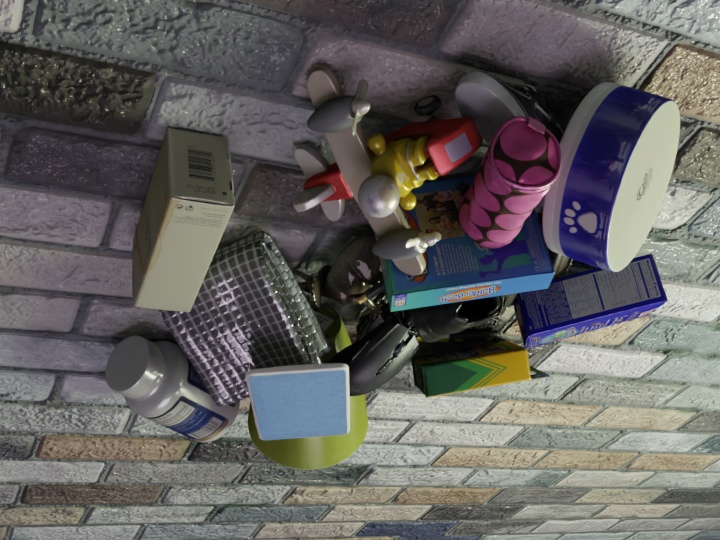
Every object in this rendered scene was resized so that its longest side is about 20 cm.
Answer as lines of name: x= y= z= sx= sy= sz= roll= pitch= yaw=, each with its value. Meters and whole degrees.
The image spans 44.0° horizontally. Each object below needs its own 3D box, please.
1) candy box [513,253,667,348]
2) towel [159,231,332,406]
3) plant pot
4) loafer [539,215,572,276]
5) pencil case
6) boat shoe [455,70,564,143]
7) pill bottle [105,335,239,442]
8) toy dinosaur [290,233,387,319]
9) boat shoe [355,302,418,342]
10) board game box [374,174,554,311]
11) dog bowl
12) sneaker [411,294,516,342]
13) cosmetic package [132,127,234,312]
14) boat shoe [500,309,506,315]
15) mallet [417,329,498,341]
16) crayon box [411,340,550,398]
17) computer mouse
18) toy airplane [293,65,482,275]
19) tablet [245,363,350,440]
candy box: x=0.328 y=0.048 z=1.299 sx=0.197 sy=0.078 sz=0.169 roll=-14 pitch=168 yaw=6
towel: x=-0.151 y=0.070 z=1.147 sx=0.164 sy=0.086 sz=0.202 roll=-23 pitch=108 yaw=12
plant pot: x=-0.076 y=0.150 z=1.300 sx=0.184 sy=0.188 sz=0.202 roll=-5 pitch=129 yaw=-10
loafer: x=0.282 y=-0.060 z=1.178 sx=0.070 sy=0.074 sz=0.201 roll=-7 pitch=146 yaw=-8
pencil case: x=0.160 y=-0.096 z=0.972 sx=0.090 sy=0.094 sz=0.200 roll=33 pitch=166 yaw=3
boat shoe: x=0.175 y=-0.174 z=0.991 sx=0.071 sy=0.069 sz=0.199 roll=9 pitch=162 yaw=45
pill bottle: x=-0.274 y=0.170 z=1.300 sx=0.110 sy=0.112 sz=0.200 roll=-25 pitch=144 yaw=18
toy dinosaur: x=0.000 y=0.000 z=1.170 sx=0.102 sy=0.078 sz=0.199 roll=27 pitch=127 yaw=-35
boat shoe: x=0.053 y=0.075 z=1.258 sx=0.074 sy=0.067 sz=0.198 roll=44 pitch=142 yaw=-21
board game box: x=0.119 y=-0.039 z=1.086 sx=0.197 sy=0.154 sz=0.045 roll=-7 pitch=152 yaw=-6
dog bowl: x=0.285 y=-0.104 z=1.006 sx=0.078 sy=0.201 sz=0.201 roll=22 pitch=160 yaw=30
sneaker: x=0.159 y=0.037 z=1.153 sx=0.199 sy=0.077 sz=0.090 roll=-28 pitch=-173 yaw=-40
cosmetic package: x=-0.205 y=-0.052 z=1.012 sx=0.072 sy=0.105 sz=0.201 roll=7 pitch=140 yaw=-24
boat shoe: x=0.140 y=0.011 z=1.237 sx=0.198 sy=0.070 sz=0.074 roll=22 pitch=135 yaw=-37
mallet: x=0.127 y=0.111 z=1.411 sx=0.197 sy=0.042 sz=0.066 roll=5 pitch=141 yaw=-30
crayon box: x=0.188 y=0.152 z=1.418 sx=0.197 sy=0.052 sz=0.126 roll=-8 pitch=-178 yaw=-5
computer mouse: x=0.022 y=0.093 z=1.175 sx=0.199 sy=0.046 sz=0.141 roll=-32 pitch=126 yaw=8
toy airplane: x=0.011 y=-0.101 z=0.969 sx=0.197 sy=0.142 sz=0.201 roll=20 pitch=122 yaw=-6
tablet: x=-0.078 y=0.174 z=1.165 sx=0.128 sy=0.014 sz=0.201 roll=-4 pitch=146 yaw=-3
